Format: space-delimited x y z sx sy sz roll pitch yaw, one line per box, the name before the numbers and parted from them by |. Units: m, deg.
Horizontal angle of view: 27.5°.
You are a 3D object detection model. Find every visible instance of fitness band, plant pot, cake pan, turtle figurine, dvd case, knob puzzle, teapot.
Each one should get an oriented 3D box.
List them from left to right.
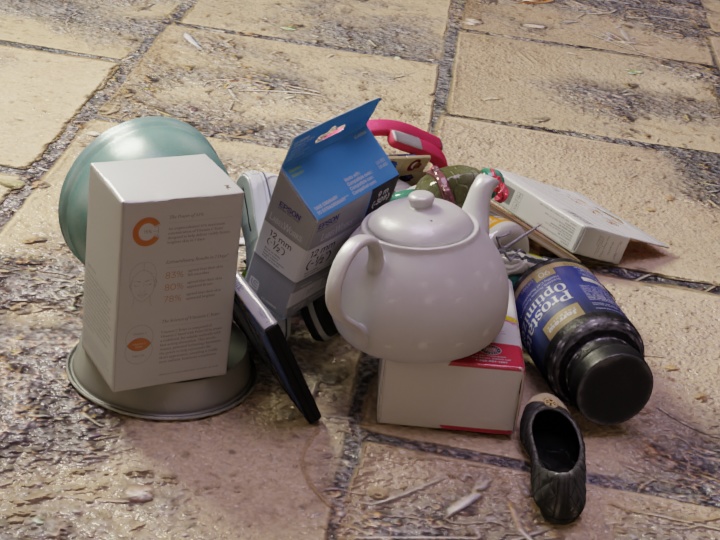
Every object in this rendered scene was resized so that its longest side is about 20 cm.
cake pan | -0.204 0.087 1.526 0.198 0.037 0.201 6 26 -3
plant pot | -0.217 -0.050 1.624 0.199 0.202 0.134 -8 33 -29
dvd case | -0.108 0.052 1.499 0.017 0.143 0.200 -31 42 -10
fitness band | 0.025 -0.139 1.918 0.199 0.143 0.038 17 52 -47
teapot | 0.056 -0.007 1.473 0.195 0.147 0.200 -3 26 -4
turtle figurine | 0.092 -0.070 1.643 0.198 0.101 0.150 -16 38 -8
knob puzzle | 0.185 -0.058 1.881 0.219 0.031 0.220 31 6 -4

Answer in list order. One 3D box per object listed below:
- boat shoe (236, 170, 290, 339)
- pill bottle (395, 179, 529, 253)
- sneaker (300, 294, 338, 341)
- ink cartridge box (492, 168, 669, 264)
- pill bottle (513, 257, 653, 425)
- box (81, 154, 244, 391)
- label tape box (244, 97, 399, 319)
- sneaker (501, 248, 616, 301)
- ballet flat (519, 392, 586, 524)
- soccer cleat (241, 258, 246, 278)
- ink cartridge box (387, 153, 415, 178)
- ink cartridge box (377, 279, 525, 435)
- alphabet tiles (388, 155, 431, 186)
boat shoe | -0.088 -0.014 1.609 0.066 0.202 0.073 -3 -9 -25
pill bottle | 0.094 -0.035 1.770 0.199 0.117 0.116 27 32 34
sneaker | 0.000 0.000 1.659 0.082 0.072 0.200 -10 32 35
ink cartridge box | 0.288 -0.067 1.975 0.173 0.044 0.200 13 17 -39
pill bottle | 0.238 0.077 1.582 0.111 0.113 0.200 1 26 -14
box | -0.195 0.001 1.430 0.123 0.202 0.097 -7 29 -29
label tape box | -0.031 -0.064 1.505 0.066 0.201 0.143 38 41 18
sneaker | 0.217 0.027 1.724 0.199 0.080 0.077 13 12 -38
ballet flat | 0.194 0.173 1.437 0.066 0.057 0.200 7 26 -3
soccer cleat | -0.054 0.008 1.713 0.199 0.068 0.081 -19 52 -40
ink cartridge box | -0.007 -0.104 1.884 0.198 0.119 0.042 -1 63 -21
ink cartridge box | 0.092 0.083 1.560 0.146 0.086 0.200 5 25 0
alphabet tiles | 0.000 -0.098 1.847 0.198 0.167 0.006 -3 63 -21
